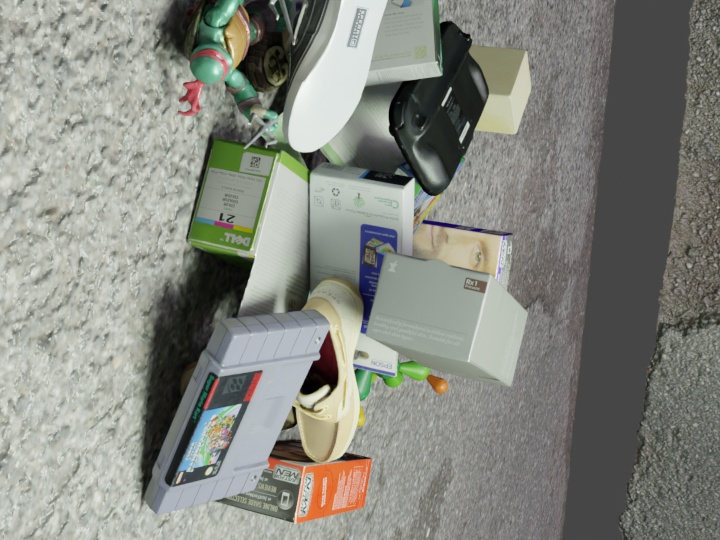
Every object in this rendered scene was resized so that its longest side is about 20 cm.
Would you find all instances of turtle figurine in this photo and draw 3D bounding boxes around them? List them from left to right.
[{"bbox_3d":[-0.102,-0.204,0.972,0.201,0.099,0.151,-82,-175,-49],"label":"turtle figurine"}]

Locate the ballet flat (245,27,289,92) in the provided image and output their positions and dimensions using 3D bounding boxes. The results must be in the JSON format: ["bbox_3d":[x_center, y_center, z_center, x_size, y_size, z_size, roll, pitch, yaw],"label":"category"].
[{"bbox_3d":[-0.058,-0.243,1.139,0.201,0.046,0.068,-59,149,-45],"label":"ballet flat"}]

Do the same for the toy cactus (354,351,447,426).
[{"bbox_3d":[0.029,0.116,1.377,0.199,0.103,0.166,-36,151,-7],"label":"toy cactus"}]

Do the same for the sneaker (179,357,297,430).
[{"bbox_3d":[-0.122,0.105,1.116,0.200,0.069,0.077,47,31,-63],"label":"sneaker"}]

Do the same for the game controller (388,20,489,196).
[{"bbox_3d":[0.080,-0.163,1.122,0.105,0.042,0.201,67,33,-32],"label":"game controller"}]

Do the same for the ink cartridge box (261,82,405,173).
[{"bbox_3d":[0.005,-0.163,1.190,0.200,0.048,0.146,-42,117,-2],"label":"ink cartridge box"}]

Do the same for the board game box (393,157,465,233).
[{"bbox_3d":[0.026,-0.038,1.212,0.201,0.034,0.135,-55,171,27],"label":"board game box"}]

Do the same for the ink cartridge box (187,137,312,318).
[{"bbox_3d":[-0.103,-0.006,1.084,0.148,0.075,0.203,30,73,-68],"label":"ink cartridge box"}]

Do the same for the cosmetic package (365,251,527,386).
[{"bbox_3d":[0.087,0.050,1.080,0.200,0.105,0.092,26,77,-67],"label":"cosmetic package"}]

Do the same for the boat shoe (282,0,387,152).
[{"bbox_3d":[-0.032,-0.209,1.021,0.071,0.068,0.203,2,115,-41],"label":"boat shoe"}]

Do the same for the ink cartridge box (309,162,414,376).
[{"bbox_3d":[0.000,0.000,1.112,0.039,0.098,0.203,-46,143,-58],"label":"ink cartridge box"}]

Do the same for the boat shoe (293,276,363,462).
[{"bbox_3d":[-0.043,0.108,1.115,0.069,0.073,0.203,-36,135,-54],"label":"boat shoe"}]

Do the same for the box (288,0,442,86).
[{"bbox_3d":[0.002,-0.275,1.085,0.036,0.142,0.203,42,44,-72],"label":"box"}]

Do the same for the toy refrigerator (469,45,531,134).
[{"bbox_3d":[0.095,-0.216,1.335,0.070,0.197,0.077,70,35,-52],"label":"toy refrigerator"}]

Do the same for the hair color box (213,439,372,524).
[{"bbox_3d":[-0.069,0.224,1.226,0.200,0.100,0.062,16,84,-69],"label":"hair color box"}]

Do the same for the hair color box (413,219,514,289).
[{"bbox_3d":[0.080,-0.005,1.382,0.065,0.197,0.111,-8,106,-68],"label":"hair color box"}]

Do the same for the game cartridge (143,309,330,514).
[{"bbox_3d":[-0.112,0.129,1.024,0.129,0.038,0.202,-9,130,-52],"label":"game cartridge"}]
